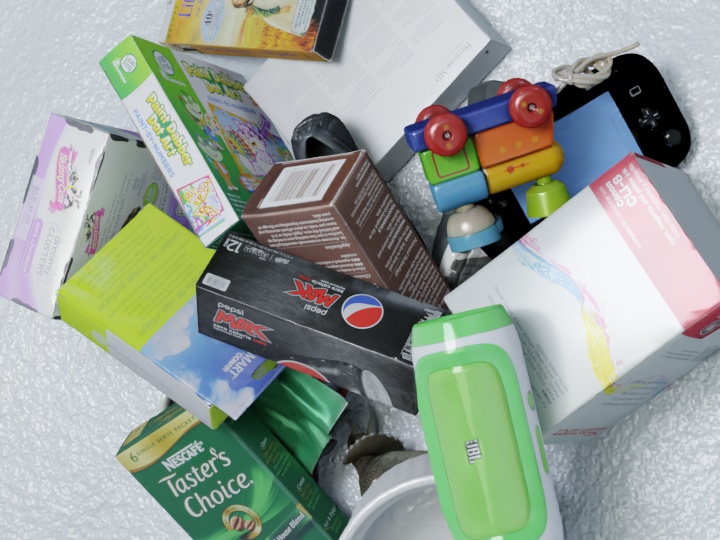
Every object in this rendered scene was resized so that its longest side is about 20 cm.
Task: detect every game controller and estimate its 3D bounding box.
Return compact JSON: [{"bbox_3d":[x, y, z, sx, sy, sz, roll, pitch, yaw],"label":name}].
[{"bbox_3d":[0.170,-0.093,1.645,0.199,0.042,0.105,-31,106,-2],"label":"game controller"}]

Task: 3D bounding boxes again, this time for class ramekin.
[{"bbox_3d":[0.074,0.246,1.643,0.199,0.098,0.202,0,104,2],"label":"ramekin"}]

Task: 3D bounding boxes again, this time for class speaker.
[{"bbox_3d":[0.096,0.131,1.530,0.088,0.088,0.202,-13,90,26],"label":"speaker"}]

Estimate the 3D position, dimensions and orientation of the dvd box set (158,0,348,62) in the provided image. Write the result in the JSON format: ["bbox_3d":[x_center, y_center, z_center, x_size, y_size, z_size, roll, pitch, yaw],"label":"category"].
[{"bbox_3d":[-0.088,-0.264,1.808,0.199,0.029,0.147,10,81,41],"label":"dvd box set"}]

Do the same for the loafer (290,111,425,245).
[{"bbox_3d":[0.001,-0.042,1.721,0.068,0.070,0.201,-29,104,12],"label":"loafer"}]

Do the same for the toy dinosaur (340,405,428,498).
[{"bbox_3d":[0.051,0.192,1.711,0.199,0.077,0.103,15,105,31],"label":"toy dinosaur"}]

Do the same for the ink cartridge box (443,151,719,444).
[{"bbox_3d":[0.198,0.028,1.607,0.200,0.145,0.145,-38,71,19],"label":"ink cartridge box"}]

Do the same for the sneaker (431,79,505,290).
[{"bbox_3d":[0.103,-0.069,1.717,0.084,0.074,0.201,33,102,45],"label":"sneaker"}]

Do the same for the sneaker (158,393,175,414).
[{"bbox_3d":[-0.131,0.098,1.811,0.078,0.079,0.202,4,87,29],"label":"sneaker"}]

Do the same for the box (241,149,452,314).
[{"bbox_3d":[0.000,0.000,1.662,0.100,0.201,0.075,-5,39,37],"label":"box"}]

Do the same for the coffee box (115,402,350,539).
[{"bbox_3d":[-0.105,0.196,1.743,0.123,0.044,0.200,-31,106,33],"label":"coffee box"}]

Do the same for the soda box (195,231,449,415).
[{"bbox_3d":[-0.032,0.042,1.619,0.199,0.071,0.064,20,54,14],"label":"soda box"}]

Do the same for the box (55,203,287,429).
[{"bbox_3d":[-0.143,0.042,1.689,0.199,0.048,0.122,34,62,20],"label":"box"}]

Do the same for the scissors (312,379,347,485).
[{"bbox_3d":[-0.050,0.172,1.801,0.073,0.014,0.202,6,90,25],"label":"scissors"}]

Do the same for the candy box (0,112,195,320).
[{"bbox_3d":[-0.221,-0.041,1.799,0.071,0.200,0.169,21,95,27],"label":"candy box"}]

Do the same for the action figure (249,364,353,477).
[{"bbox_3d":[-0.100,0.087,1.743,0.200,0.055,0.118,37,129,11],"label":"action figure"}]

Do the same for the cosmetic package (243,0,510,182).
[{"bbox_3d":[0.012,-0.178,1.773,0.200,0.052,0.151,-46,66,17],"label":"cosmetic package"}]

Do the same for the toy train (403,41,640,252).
[{"bbox_3d":[0.144,-0.095,1.595,0.199,0.085,0.117,-18,101,-2],"label":"toy train"}]

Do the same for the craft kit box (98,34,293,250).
[{"bbox_3d":[-0.119,-0.100,1.752,0.048,0.200,0.198,-40,71,17],"label":"craft kit box"}]
